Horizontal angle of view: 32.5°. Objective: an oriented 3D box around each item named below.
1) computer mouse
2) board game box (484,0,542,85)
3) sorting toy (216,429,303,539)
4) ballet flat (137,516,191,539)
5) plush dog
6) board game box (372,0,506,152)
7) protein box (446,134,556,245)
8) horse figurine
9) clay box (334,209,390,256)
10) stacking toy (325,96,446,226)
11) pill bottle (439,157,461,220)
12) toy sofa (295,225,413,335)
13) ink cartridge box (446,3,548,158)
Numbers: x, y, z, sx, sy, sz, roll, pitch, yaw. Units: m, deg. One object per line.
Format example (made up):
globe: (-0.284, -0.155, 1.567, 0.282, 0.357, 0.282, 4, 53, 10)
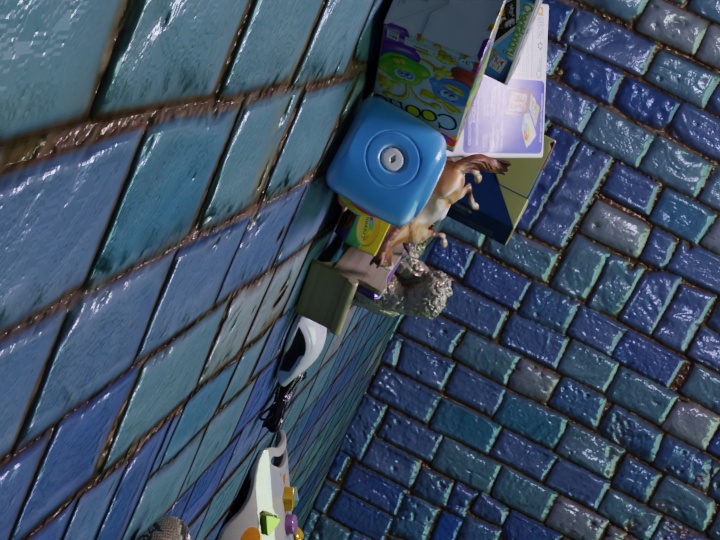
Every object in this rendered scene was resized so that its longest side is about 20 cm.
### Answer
computer mouse: (-0.081, 0.122, 1.658, 0.110, 0.044, 0.201, -56, 170, -46)
board game box: (0.133, -0.298, 1.360, 0.035, 0.125, 0.200, -59, 173, -27)
sorting toy: (-0.145, 0.351, 1.945, 0.200, 0.106, 0.182, -41, 138, -75)
ballet flat: (-0.230, 0.334, 1.201, 0.201, 0.067, 0.075, -62, 158, -2)
plush dog: (0.038, -0.030, 1.779, 0.200, 0.159, 0.174, -2, -107, 65)
board game box: (0.079, -0.224, 1.274, 0.200, 0.102, 0.106, 100, 12, -70)
protein box: (0.156, -0.149, 1.767, 0.136, 0.197, 0.200, -63, 174, -3)
horse figurine: (0.095, -0.078, 1.523, 0.200, 0.050, 0.132, -49, 152, 10)
clay box: (0.034, -0.123, 1.499, 0.115, 0.047, 0.202, -135, -111, -79)
stacking toy: (0.010, -0.098, 1.364, 0.117, 0.109, 0.200, -63, -171, -15)
pill bottle: (0.099, -0.178, 1.615, 0.114, 0.113, 0.202, 59, 56, -83)
toy sofa: (0.000, 0.000, 1.597, 0.083, 0.097, 0.200, -68, 174, 32)
ink cartridge box: (0.158, -0.241, 1.548, 0.198, 0.047, 0.200, -4, 99, -41)
